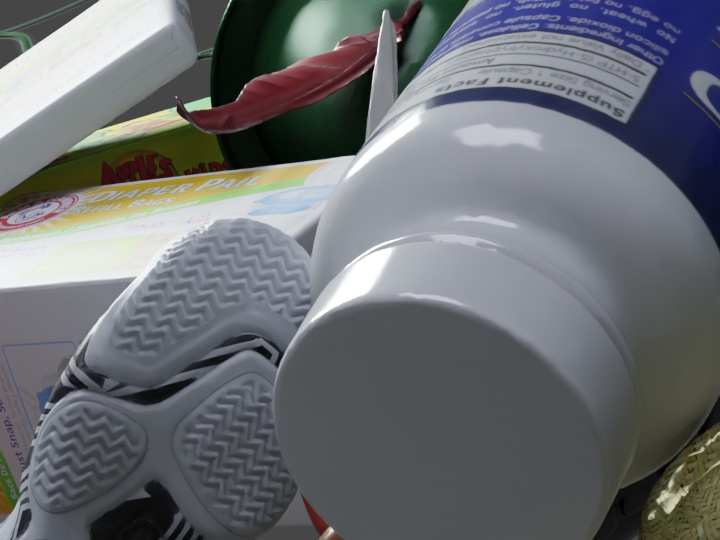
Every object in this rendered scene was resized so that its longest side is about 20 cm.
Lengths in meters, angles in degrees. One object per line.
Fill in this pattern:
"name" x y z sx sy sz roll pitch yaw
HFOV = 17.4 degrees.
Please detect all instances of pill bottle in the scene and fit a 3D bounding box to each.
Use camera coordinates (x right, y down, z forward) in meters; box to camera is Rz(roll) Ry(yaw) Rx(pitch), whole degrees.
"pill bottle" 0.054 -0.007 0.655 0.119 0.120 0.200 -7 28 28

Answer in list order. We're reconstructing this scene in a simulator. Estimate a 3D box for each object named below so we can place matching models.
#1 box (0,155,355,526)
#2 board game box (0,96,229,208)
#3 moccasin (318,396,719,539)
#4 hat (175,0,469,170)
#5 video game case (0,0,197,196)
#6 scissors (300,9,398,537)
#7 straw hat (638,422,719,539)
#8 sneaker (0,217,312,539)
"box" -0.076 0.029 0.895 0.199 0.102 0.112 -5 21 34
"board game box" -0.103 -0.043 1.107 0.199 0.048 0.102 -18 11 -19
"moccasin" 0.064 0.053 0.746 0.078 0.074 0.201 22 49 38
"hat" 0.028 -0.061 0.970 0.199 0.166 0.176 -28 21 -7
"video game case" -0.159 -0.060 1.025 0.200 0.023 0.182 -34 16 4
"scissors" 0.000 0.000 0.811 0.073 0.201 0.014 -6 -19 -17
"straw hat" 0.119 0.078 0.595 0.200 0.085 0.201 -16 17 5
"sneaker" -0.081 0.075 0.689 0.201 0.075 0.115 -66 20 -5
